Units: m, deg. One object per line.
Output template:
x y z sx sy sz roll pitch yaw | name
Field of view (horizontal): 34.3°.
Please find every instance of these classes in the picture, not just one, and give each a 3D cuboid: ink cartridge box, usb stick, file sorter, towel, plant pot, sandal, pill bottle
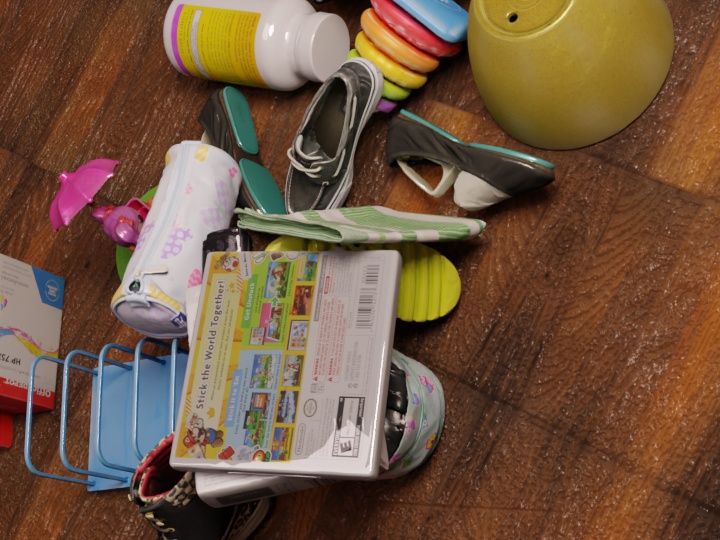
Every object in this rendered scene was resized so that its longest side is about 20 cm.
-0.069 0.095 1.034 0.162 0.057 0.201 -14 58 11 | ink cartridge box
-0.125 0.060 1.093 0.055 0.033 0.201 -10 73 28 | usb stick
-0.234 0.148 1.218 0.199 0.123 0.139 -11 70 25 | file sorter
0.002 -0.044 1.091 0.152 0.200 0.023 11 99 44 | towel
0.179 -0.233 1.099 0.199 0.142 0.201 -10 69 26 | plant pot
0.000 0.000 1.127 0.199 0.087 0.080 12 93 -12 | sandal
-0.407 0.094 1.333 0.067 0.116 0.201 -8 71 26 | ink cartridge box
-0.114 -0.255 1.290 0.199 0.104 0.105 14 81 32 | pill bottle

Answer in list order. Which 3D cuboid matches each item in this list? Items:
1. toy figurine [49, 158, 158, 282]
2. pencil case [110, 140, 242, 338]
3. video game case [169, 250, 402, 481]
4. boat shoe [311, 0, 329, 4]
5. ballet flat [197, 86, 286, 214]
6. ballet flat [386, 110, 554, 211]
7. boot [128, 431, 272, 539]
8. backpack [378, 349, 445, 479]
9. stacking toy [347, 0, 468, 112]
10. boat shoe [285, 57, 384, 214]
-0.243 -0.041 1.246 0.200 0.184 0.150 41 96 31 | toy figurine
-0.181 -0.031 1.159 0.083 0.091 0.201 -7 52 31 | pencil case
-0.062 0.077 1.001 0.181 0.023 0.201 0 67 17 | video game case
-0.029 -0.314 1.233 0.093 0.200 0.075 -37 99 21 | boat shoe
-0.135 -0.111 1.283 0.068 0.068 0.200 -36 54 26 | ballet flat
0.101 -0.098 1.141 0.200 0.068 0.069 27 96 42 | ballet flat
-0.188 0.253 1.114 0.073 0.154 0.204 33 77 36 | boot
-0.021 0.121 1.108 0.199 0.126 0.168 12 92 30 | backpack
0.022 -0.205 1.211 0.110 0.116 0.200 39 114 7 | stacking toy
-0.043 -0.126 1.187 0.072 0.071 0.200 34 122 22 | boat shoe
